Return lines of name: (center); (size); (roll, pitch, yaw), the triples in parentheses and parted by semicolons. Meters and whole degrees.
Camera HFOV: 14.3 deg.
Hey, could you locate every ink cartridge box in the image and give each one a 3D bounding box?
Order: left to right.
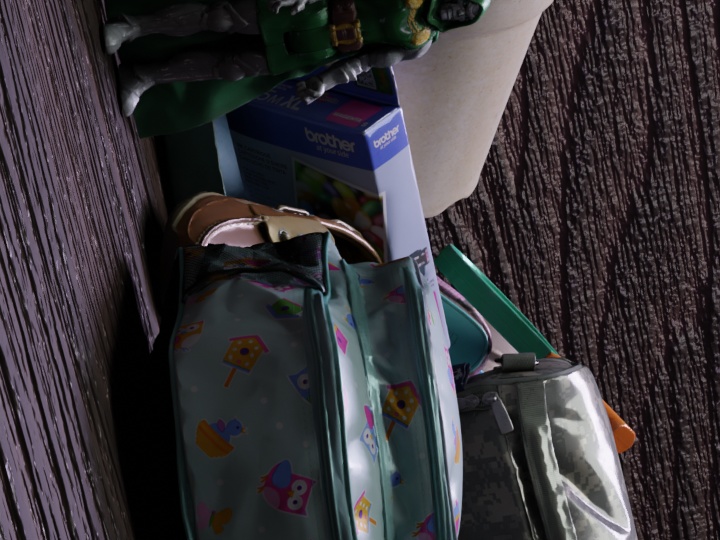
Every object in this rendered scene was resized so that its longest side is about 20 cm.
ink cartridge box: (-0.017, -0.043, 1.683); (0.042, 0.119, 0.201); (-35, 128, -36)

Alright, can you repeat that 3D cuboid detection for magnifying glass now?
magnifying glass: (0.109, 0.048, 1.806); (0.080, 0.022, 0.200); (41, 7, -47)

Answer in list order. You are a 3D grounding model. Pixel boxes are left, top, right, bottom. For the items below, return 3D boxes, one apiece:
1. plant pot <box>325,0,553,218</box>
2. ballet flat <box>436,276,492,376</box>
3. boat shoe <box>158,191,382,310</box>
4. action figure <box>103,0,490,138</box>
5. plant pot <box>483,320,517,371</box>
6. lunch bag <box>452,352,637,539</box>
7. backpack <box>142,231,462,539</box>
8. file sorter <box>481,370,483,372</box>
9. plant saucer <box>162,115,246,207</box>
plant pot: (0.022, -0.140, 1.731); (0.201, 0.200, 0.184); (-96, -167, -55)
ballet flat: (0.000, 0.000, 1.836); (0.200, 0.069, 0.071); (41, -11, -19)
boat shoe: (-0.045, -0.005, 1.579); (0.200, 0.074, 0.076); (-6, 98, -68)
action figure: (-0.031, -0.127, 1.491); (0.055, 0.199, 0.118); (-97, 174, -47)
plant pot: (0.041, 0.149, 2.095); (0.200, 0.199, 0.174); (77, 13, -45)
lunch bag: (0.096, 0.147, 1.660); (0.168, 0.139, 0.201); (157, -81, -78)
backpack: (-0.028, 0.082, 1.362); (0.200, 0.153, 0.177); (-66, 152, -73)
file sorter: (0.045, 0.134, 1.877); (0.200, 0.122, 0.139); (18, -54, 51)
plant saucer: (-0.088, -0.048, 1.712); (0.200, 0.036, 0.201); (-10, 90, -86)
